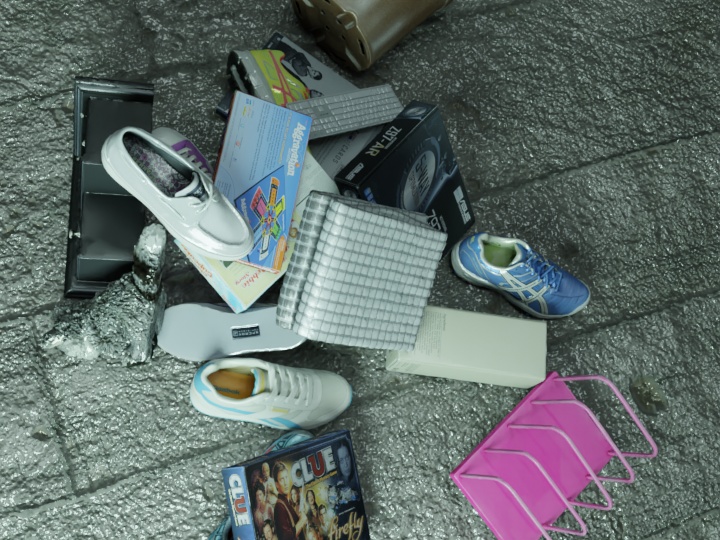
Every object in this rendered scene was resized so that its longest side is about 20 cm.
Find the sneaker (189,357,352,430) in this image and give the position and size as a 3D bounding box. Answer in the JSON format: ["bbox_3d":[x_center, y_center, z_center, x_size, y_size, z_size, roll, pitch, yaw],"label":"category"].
[{"bbox_3d":[-0.104,0.148,1.281,0.198,0.081,0.077,3,69,-14],"label":"sneaker"}]

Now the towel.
[{"bbox_3d":[0.000,0.000,1.242,0.199,0.085,0.167,9,99,-48],"label":"towel"}]

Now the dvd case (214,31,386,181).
[{"bbox_3d":[-0.075,-0.216,1.444,0.199,0.025,0.151,35,67,-1],"label":"dvd case"}]

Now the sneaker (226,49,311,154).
[{"bbox_3d":[-0.096,-0.209,1.385,0.090,0.078,0.201,-21,82,-30],"label":"sneaker"}]

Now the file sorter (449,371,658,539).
[{"bbox_3d":[0.243,0.238,1.295,0.200,0.125,0.139,-41,98,-22],"label":"file sorter"}]

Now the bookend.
[{"bbox_3d":[-0.299,-0.089,1.251,0.091,0.199,0.202,3,71,-15],"label":"bookend"}]

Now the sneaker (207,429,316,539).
[{"bbox_3d":[-0.102,0.271,1.230,0.079,0.096,0.201,34,67,-1],"label":"sneaker"}]

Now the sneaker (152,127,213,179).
[{"bbox_3d":[-0.202,-0.114,1.330,0.072,0.114,0.201,-33,80,-20],"label":"sneaker"}]

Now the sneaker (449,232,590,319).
[{"bbox_3d":[0.218,0.007,1.411,0.198,0.077,0.076,19,66,-8],"label":"sneaker"}]

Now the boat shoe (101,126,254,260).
[{"bbox_3d":[-0.193,-0.087,1.165,0.200,0.068,0.072,45,65,-13],"label":"boat shoe"}]

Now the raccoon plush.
[{"bbox_3d":[-0.297,0.023,1.232,0.133,0.097,0.202,12,108,0],"label":"raccoon plush"}]

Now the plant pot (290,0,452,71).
[{"bbox_3d":[0.022,-0.393,1.449,0.200,0.200,0.198,41,75,3],"label":"plant pot"}]

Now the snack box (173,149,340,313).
[{"bbox_3d":[-0.114,-0.057,1.277,0.200,0.037,0.116,-44,99,-26],"label":"snack box"}]

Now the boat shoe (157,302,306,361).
[{"bbox_3d":[-0.154,0.069,1.303,0.198,0.070,0.072,-5,91,10],"label":"boat shoe"}]

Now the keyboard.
[{"bbox_3d":[-0.015,-0.211,1.403,0.199,0.011,0.057,-20,80,-44],"label":"keyboard"}]

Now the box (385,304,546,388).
[{"bbox_3d":[0.136,0.097,1.364,0.198,0.068,0.083,10,71,-11],"label":"box"}]

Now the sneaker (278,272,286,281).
[{"bbox_3d":[-0.045,-0.072,1.373,0.199,0.079,0.090,-32,83,-21],"label":"sneaker"}]

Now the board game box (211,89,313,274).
[{"bbox_3d":[-0.123,-0.105,1.251,0.102,0.019,0.202,17,71,-18],"label":"board game box"}]

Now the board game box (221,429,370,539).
[{"bbox_3d":[-0.068,0.267,1.196,0.199,0.034,0.137,-9,87,-56],"label":"board game box"}]

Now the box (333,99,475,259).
[{"bbox_3d":[0.062,-0.089,1.352,0.043,0.201,0.160,23,58,41],"label":"box"}]
